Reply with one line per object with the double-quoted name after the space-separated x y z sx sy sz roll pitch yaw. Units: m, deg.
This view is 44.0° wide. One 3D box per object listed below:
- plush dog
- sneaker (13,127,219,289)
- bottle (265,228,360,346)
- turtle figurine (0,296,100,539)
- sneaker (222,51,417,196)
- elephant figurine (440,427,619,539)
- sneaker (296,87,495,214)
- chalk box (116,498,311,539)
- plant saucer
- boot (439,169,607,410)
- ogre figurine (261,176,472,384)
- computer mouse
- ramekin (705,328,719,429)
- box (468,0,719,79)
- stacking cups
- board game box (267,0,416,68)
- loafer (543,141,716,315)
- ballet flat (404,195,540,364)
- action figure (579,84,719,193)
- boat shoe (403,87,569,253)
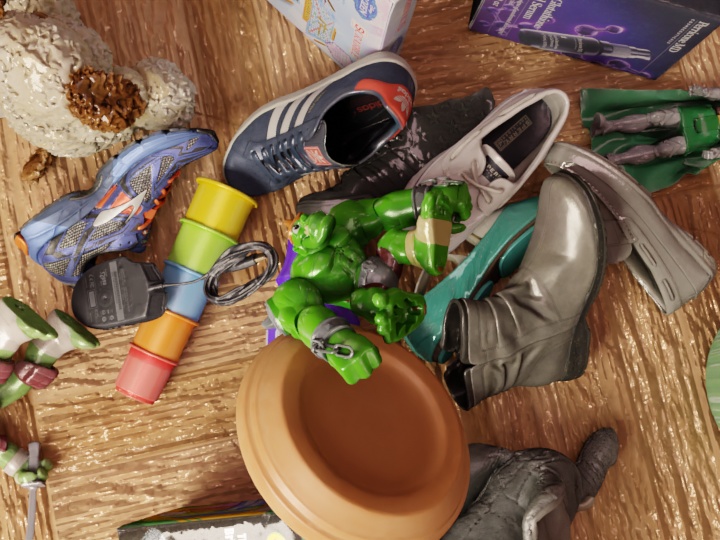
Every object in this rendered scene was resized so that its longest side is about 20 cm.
-0.257 -0.158 0.743 0.200 0.172 0.161 34 81 0 "plush dog"
-0.203 -0.057 0.785 0.200 0.075 0.078 -35 97 8 "sneaker"
-0.042 0.058 0.781 0.083 0.065 0.200 1 81 -11 "bottle"
-0.286 0.132 0.709 0.144 0.200 0.194 36 92 -37 "turtle figurine"
-0.042 -0.109 0.758 0.200 0.085 0.075 -30 125 26 "sneaker"
0.130 0.205 0.743 0.141 0.155 0.200 19 82 11 "elephant figurine"
0.032 -0.105 0.815 0.199 0.060 0.104 -10 86 -12 "sneaker"
-0.069 0.245 0.698 0.200 0.124 0.125 -8 81 12 "chalk box"
0.003 0.121 0.685 0.200 0.037 0.200 18 47 -20 "plant saucer"
0.133 0.021 0.751 0.130 0.068 0.200 -10 112 -24 "boot"
0.000 0.000 0.693 0.120 0.098 0.200 4 64 34 "ogre figurine"
-0.154 0.011 0.739 0.200 0.034 0.059 -10 83 20 "computer mouse"
0.411 0.100 0.792 0.200 0.098 0.200 1 81 -4 "ramekin"
0.215 -0.267 0.805 0.200 0.148 0.105 15 81 -1 "box"
-0.155 0.019 0.781 0.060 0.061 0.200 22 81 -1 "stacking cups"
-0.042 -0.262 0.761 0.199 0.200 0.041 43 81 2 "board game box"
0.235 -0.037 0.799 0.200 0.070 0.070 40 90 -13 "loafer"
0.103 -0.009 0.805 0.070 0.067 0.200 37 78 19 "ballet flat"
0.318 -0.135 0.842 0.200 0.055 0.118 -11 88 -6 "action figure"
0.107 -0.084 0.769 0.200 0.066 0.072 -42 99 -14 "boat shoe"
